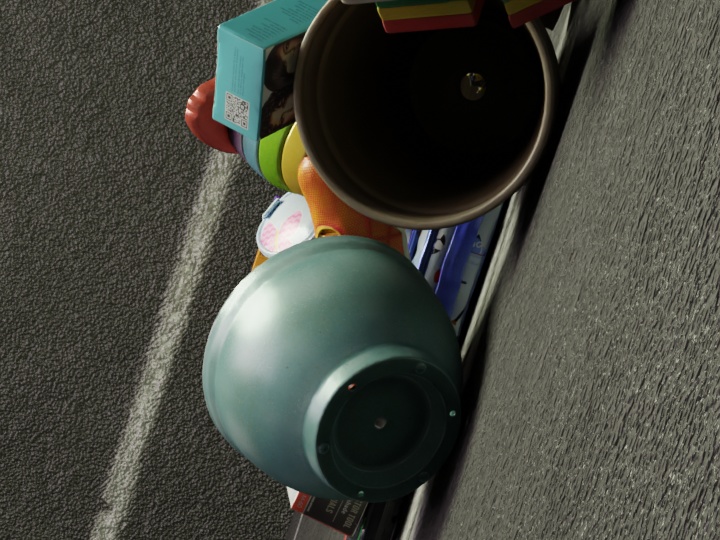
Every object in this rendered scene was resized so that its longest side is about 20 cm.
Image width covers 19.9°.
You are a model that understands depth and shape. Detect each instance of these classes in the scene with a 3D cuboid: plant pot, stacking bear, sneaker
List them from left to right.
[{"bbox_3d":[-0.033,-0.111,1.772,0.122,0.200,0.114,-50,-34,-10],"label":"stacking bear"},{"bbox_3d":[-0.003,0.092,1.544,0.134,0.199,0.201,45,121,56],"label":"plant pot"},{"bbox_3d":[0.000,0.000,1.619,0.073,0.201,0.077,-4,30,43],"label":"sneaker"},{"bbox_3d":[0.067,-0.138,1.582,0.173,0.199,0.201,-21,-49,-73],"label":"plant pot"}]

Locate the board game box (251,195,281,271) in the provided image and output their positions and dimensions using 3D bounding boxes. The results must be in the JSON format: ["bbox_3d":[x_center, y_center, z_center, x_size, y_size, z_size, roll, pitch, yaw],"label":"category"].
[{"bbox_3d":[-0.083,0.012,3.447,0.200,0.199,0.201,126,162,-82],"label":"board game box"}]

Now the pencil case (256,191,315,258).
[{"bbox_3d":[-0.008,0.009,1.866,0.083,0.200,0.091,-43,35,2],"label":"pencil case"}]

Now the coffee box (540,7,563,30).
[{"bbox_3d":[0.090,-0.293,1.658,0.080,0.199,0.115,-64,-5,-46],"label":"coffee box"}]

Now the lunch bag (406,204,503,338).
[{"bbox_3d":[0.070,-0.021,1.754,0.160,0.075,0.201,-107,34,-82],"label":"lunch bag"}]

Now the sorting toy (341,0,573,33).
[{"bbox_3d":[0.105,-0.248,1.430,0.070,0.197,0.201,63,-146,-42],"label":"sorting toy"}]

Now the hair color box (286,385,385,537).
[{"bbox_3d":[-0.018,0.150,1.803,0.111,0.064,0.200,-64,8,3],"label":"hair color box"}]

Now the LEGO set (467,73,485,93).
[{"bbox_3d":[0.067,-0.128,1.852,0.153,0.116,0.201,7,-70,-56],"label":"LEGO set"}]

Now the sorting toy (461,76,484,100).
[{"bbox_3d":[0.075,-0.252,1.953,0.198,0.069,0.201,-9,-57,-52],"label":"sorting toy"}]

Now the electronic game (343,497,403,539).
[{"bbox_3d":[0.009,0.207,1.840,0.200,0.041,0.201,-162,90,-87],"label":"electronic game"}]

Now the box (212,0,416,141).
[{"bbox_3d":[-0.030,-0.177,1.608,0.200,0.049,0.083,-32,-41,-42],"label":"box"}]
